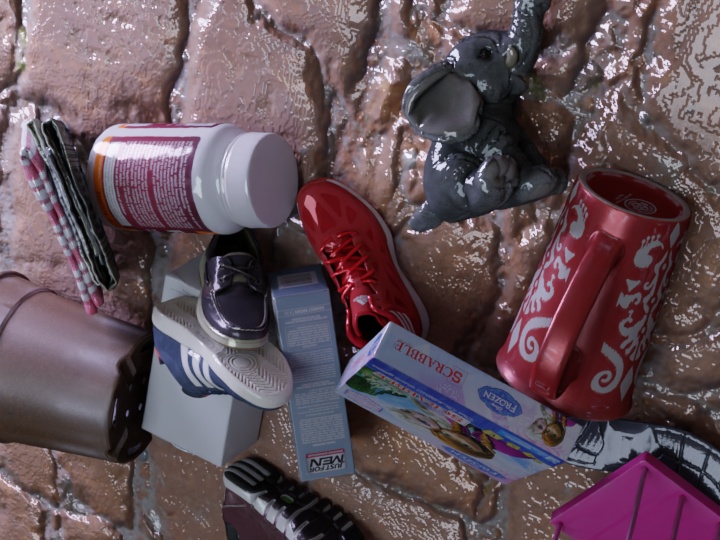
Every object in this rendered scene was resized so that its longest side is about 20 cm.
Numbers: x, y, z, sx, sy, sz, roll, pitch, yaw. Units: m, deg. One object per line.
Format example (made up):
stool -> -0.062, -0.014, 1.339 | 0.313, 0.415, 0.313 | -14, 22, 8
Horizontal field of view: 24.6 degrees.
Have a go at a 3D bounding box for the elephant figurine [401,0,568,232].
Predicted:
elephant figurine -> 0.109, -0.154, 1.523 | 0.142, 0.155, 0.200 | 161, 94, -77

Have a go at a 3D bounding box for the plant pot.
plant pot -> -0.330, 0.118, 1.840 | 0.198, 0.200, 0.200 | 14, 115, 19

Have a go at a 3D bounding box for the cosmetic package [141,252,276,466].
cosmetic package -> -0.161, 0.098, 1.791 | 0.113, 0.081, 0.200 | 25, 120, 21

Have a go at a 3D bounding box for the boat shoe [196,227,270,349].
boat shoe -> -0.129, 0.010, 1.683 | 0.072, 0.200, 0.065 | 6, 118, -12

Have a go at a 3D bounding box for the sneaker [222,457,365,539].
sneaker -> -0.078, 0.303, 1.829 | 0.200, 0.076, 0.116 | 36, 128, 27

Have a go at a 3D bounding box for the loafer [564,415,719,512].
loafer -> 0.277, 0.173, 1.575 | 0.200, 0.063, 0.072 | 17, 101, 20

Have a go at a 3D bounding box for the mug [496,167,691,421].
mug -> 0.220, 0.028, 1.489 | 0.133, 0.178, 0.200 | 13, 114, -10

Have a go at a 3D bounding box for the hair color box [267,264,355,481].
hair color box -> -0.051, 0.105, 1.708 | 0.061, 0.099, 0.200 | -8, 106, -4

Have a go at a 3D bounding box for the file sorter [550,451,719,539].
file sorter -> 0.282, 0.296, 1.523 | 0.200, 0.125, 0.139 | 37, 133, -12

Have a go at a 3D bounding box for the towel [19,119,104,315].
towel -> -0.328, -0.059, 1.787 | 0.030, 0.146, 0.200 | -23, 109, -5

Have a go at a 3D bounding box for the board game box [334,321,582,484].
board game box -> 0.086, 0.130, 1.558 | 0.200, 0.041, 0.200 | 29, 163, -3

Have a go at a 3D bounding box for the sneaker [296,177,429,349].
sneaker -> 0.000, 0.000, 1.626 | 0.078, 0.116, 0.200 | -36, 94, 13

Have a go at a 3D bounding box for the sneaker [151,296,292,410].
sneaker -> -0.140, 0.104, 1.675 | 0.200, 0.075, 0.085 | 35, 128, 41

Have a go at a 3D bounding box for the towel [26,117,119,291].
towel -> -0.304, -0.072, 1.758 | 0.035, 0.200, 0.193 | -20, 96, -6

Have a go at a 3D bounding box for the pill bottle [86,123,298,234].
pill bottle -> -0.172, -0.095, 1.705 | 0.200, 0.114, 0.114 | 3, 109, 30
